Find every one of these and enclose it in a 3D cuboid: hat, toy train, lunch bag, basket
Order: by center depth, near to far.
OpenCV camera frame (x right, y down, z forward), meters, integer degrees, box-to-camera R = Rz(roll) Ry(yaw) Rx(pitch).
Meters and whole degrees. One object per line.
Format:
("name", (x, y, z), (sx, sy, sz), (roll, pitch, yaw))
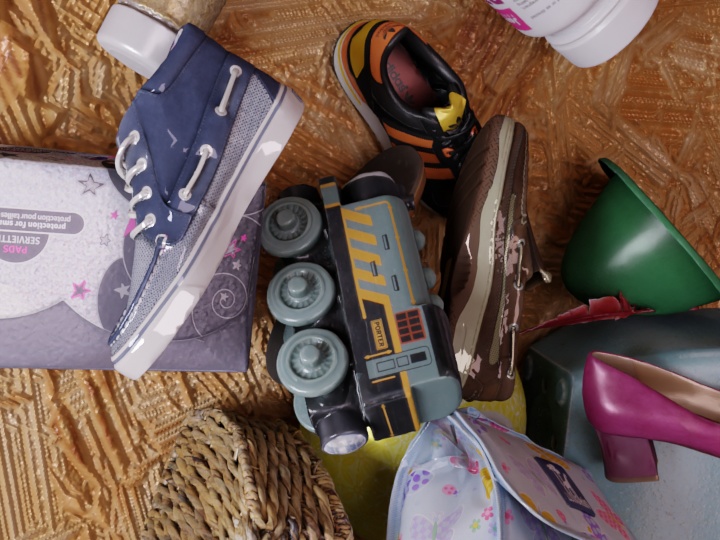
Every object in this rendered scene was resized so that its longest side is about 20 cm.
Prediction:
("lunch bag", (0.105, 0.203, 0.696), (0.169, 0.126, 0.203), (32, 50, -37))
("toy train", (-0.002, 0.022, 0.705), (0.112, 0.202, 0.086), (-13, 147, 1))
("basket", (-0.052, 0.186, 0.738), (0.147, 0.200, 0.145), (20, 96, -23))
("hat", (0.187, 0.023, 0.872), (0.176, 0.166, 0.200), (-43, 125, 10))

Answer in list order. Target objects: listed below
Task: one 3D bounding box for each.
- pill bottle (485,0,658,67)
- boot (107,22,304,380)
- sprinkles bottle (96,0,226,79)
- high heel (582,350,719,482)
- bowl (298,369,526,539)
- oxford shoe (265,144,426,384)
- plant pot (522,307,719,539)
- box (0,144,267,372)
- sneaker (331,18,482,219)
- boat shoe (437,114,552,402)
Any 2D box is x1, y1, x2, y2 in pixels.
("pill bottle", (0.128, -0.251, 0.797), (0.199, 0.113, 0.114), (35, 84, -24))
("boot", (-0.118, -0.043, 0.630), (0.090, 0.073, 0.202), (32, 73, -16))
("sprinkles bottle", (-0.104, -0.226, 0.723), (0.068, 0.068, 0.202), (29, 86, -25))
("high heel", (0.257, 0.089, 0.740), (0.197, 0.068, 0.098), (-12, 106, 8))
("bowl", (0.062, 0.134, 0.806), (0.198, 0.107, 0.203), (-15, 118, -30))
("oxford shoe", (0.000, 0.000, 0.811), (0.071, 0.071, 0.202), (21, 101, -44))
("plant pot", (0.236, 0.137, 0.873), (0.196, 0.196, 0.199), (4, 97, -10))
("box", (-0.174, -0.009, 0.701), (0.197, 0.114, 0.135), (4, 97, -25))
("sneaker", (0.060, -0.104, 0.803), (0.070, 0.090, 0.201), (-45, 112, -11))
("boat shoe", (0.099, -0.006, 0.756), (0.074, 0.075, 0.206), (15, 82, -12))
